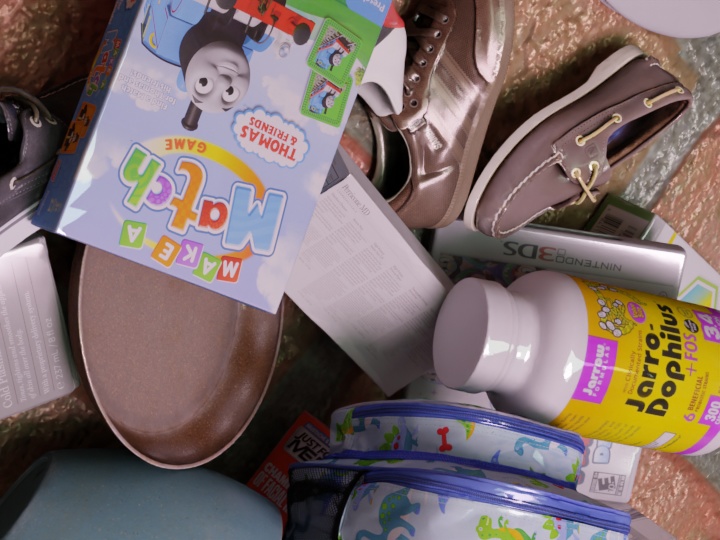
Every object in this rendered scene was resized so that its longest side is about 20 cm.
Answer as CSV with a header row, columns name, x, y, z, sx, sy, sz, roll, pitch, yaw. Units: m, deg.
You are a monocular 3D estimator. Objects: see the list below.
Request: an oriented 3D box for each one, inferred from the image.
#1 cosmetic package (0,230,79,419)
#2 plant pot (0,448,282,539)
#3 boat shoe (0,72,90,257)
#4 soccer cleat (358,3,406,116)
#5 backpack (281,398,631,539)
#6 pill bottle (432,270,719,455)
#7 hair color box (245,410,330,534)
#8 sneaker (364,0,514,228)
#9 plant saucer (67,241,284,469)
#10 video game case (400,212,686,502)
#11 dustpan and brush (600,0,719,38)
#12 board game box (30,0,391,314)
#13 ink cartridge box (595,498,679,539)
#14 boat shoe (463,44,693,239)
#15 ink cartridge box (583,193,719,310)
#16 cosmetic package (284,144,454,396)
name,x,y,z,sx,sy,sz,roll,pitch,yaw
cosmetic package,-0.271,0.042,0.807,0.200,0.090,0.107,-24,124,-27
plant pot,-0.162,0.186,0.889,0.135,0.200,0.200,39,86,-15
boat shoe,-0.194,-0.062,0.788,0.200,0.070,0.066,-44,144,-37
soccer cleat,-0.057,-0.120,0.883,0.200,0.069,0.085,-11,97,-31
backpack,0.063,0.157,0.901,0.183,0.200,0.147,17,79,-32
pill bottle,0.152,0.059,0.973,0.200,0.104,0.104,12,103,-23
hair color box,-0.056,0.209,1.022,0.200,0.064,0.111,-53,140,-5
sneaker,0.045,-0.121,0.956,0.075,0.070,0.200,0,109,-30
plant saucer,-0.113,0.019,0.888,0.200,0.032,0.200,-3,94,-58
video game case,0.127,0.065,1.064,0.182,0.024,0.200,8,107,-4
dustpan and brush,0.258,-0.204,1.068,0.140,0.057,0.200,-36,131,14
board game box,-0.077,-0.092,0.814,0.151,0.037,0.200,22,87,-38
ink cartridge box,0.170,0.248,1.111,0.083,0.200,0.147,-15,118,-27
boat shoe,0.154,-0.083,1.024,0.200,0.060,0.072,-40,154,-27
ink cartridge box,0.237,0.038,1.155,0.200,0.059,0.104,37,87,-38
cosmetic package,0.000,0.000,0.955,0.083,0.051,0.200,-31,137,9
